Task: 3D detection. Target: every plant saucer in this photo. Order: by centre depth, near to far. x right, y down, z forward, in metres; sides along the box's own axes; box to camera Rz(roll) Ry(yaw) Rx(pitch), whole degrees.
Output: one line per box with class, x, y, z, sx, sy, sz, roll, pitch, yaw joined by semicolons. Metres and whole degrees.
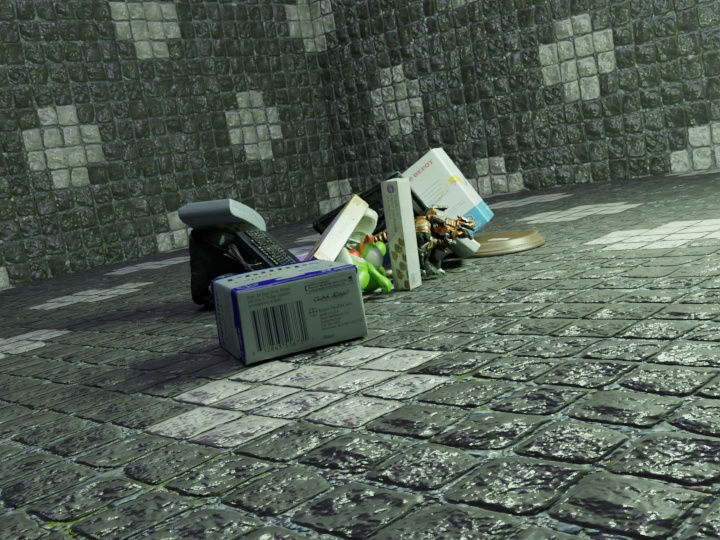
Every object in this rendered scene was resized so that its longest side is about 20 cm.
plant saucer;0.309;-0.061;1.828;0.198;0.030;0.200;-9;8;1

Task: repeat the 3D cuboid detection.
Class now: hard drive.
hard drive;0.151;-0.097;1.710;0.026;0.199;0.132;-53;0;-5

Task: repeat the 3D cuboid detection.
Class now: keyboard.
keyboard;-0.179;-0.021;1.577;0.126;0.021;0.200;-17;43;-39

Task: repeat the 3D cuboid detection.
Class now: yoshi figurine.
yoshi figurine;-0.002;0.018;1.494;0.112;0.112;0.200;-53;-4;35

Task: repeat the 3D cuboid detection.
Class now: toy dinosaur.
toy dinosaur;0.123;-0.060;1.610;0.198;0.137;0.102;0;7;11

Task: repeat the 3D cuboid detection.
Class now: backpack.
backpack;-0.249;-0.011;1.710;0.198;0.168;0.127;-4;2;-4

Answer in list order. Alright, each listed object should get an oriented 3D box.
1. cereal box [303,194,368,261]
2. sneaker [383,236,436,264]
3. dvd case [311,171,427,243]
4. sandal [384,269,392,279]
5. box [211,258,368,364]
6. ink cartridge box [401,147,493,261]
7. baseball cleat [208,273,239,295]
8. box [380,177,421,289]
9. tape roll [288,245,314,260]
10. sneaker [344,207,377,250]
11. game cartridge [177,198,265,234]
cereal box;-0.065;-0.031;1.443;0.144;0.039;0.200;-48;7;40
sneaker;0.073;-0.029;1.736;0.199;0.111;0.077;-35;30;27
dvd case;0.025;-0.100;1.610;0.199;0.016;0.149;-29;-41;17
sandal;0.000;0.000;1.660;0.081;0.055;0.200;-14;8;-29
box;-0.111;0.053;1.210;0.183;0.106;0.200;-12;7;-20
ink cartridge box;0.177;-0.152;1.846;0.146;0.200;0.146;-38;-1;17
baseball cleat;-0.194;0.040;1.622;0.198;0.070;0.106;5;7;24
box;0.074;-0.066;1.497;0.038;0.202;0.041;0;14;37
tape roll;-0.170;-0.008;1.909;0.198;0.066;0.200;-9;8;1
sneaker;-0.028;-0.036;1.585;0.075;0.200;0.081;21;33;-27
game cartridge;-0.274;-0.098;1.702;0.132;0.041;0.200;-9;-15;13
